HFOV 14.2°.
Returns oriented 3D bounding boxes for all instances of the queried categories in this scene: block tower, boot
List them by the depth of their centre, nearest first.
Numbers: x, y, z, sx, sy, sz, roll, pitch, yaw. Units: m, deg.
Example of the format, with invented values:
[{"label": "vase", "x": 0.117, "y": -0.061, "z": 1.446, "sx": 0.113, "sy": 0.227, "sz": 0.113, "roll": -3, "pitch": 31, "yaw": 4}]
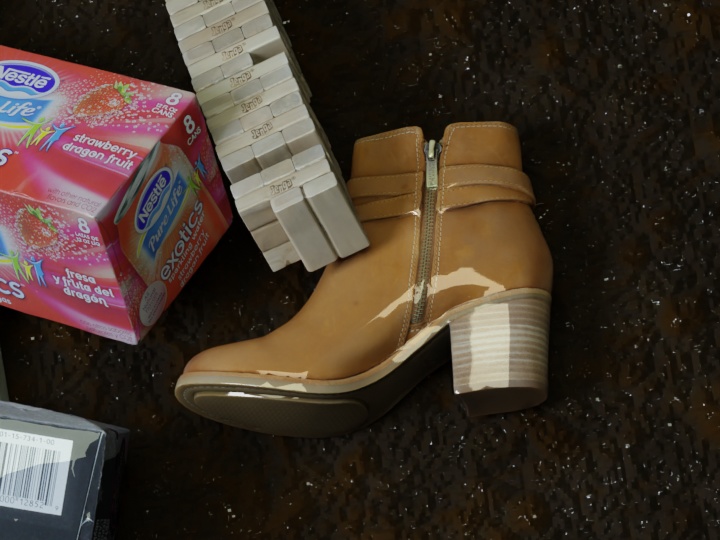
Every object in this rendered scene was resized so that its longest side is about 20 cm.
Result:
[{"label": "boot", "x": 0.000, "y": 0.000, "z": 1.500, "sx": 0.199, "sy": 0.077, "sz": 0.156, "roll": -8, "pitch": 68, "yaw": 8}, {"label": "block tower", "x": -0.054, "y": -0.089, "z": 1.516, "sx": 0.054, "sy": 0.058, "sz": 0.200, "roll": -24, "pitch": 48, "yaw": 3}]

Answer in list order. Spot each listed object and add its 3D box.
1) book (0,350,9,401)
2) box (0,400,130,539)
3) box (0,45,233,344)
[{"label": "book", "x": -0.286, "y": 0.081, "z": 1.534, "sx": 0.199, "sy": 0.048, "sz": 0.134, "roll": -13, "pitch": 73, "yaw": 2}, {"label": "box", "x": -0.226, "y": 0.125, "z": 1.443, "sx": 0.199, "sy": 0.115, "sz": 0.133, "roll": 9, "pitch": 87, "yaw": 2}, {"label": "box", "x": -0.180, "y": -0.048, "z": 1.498, "sx": 0.199, "sy": 0.096, "sz": 0.100, "roll": 16, "pitch": 50, "yaw": 28}]
